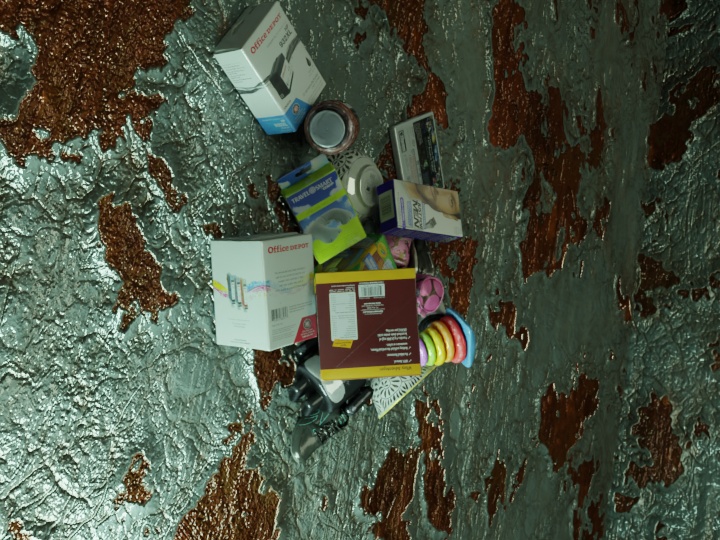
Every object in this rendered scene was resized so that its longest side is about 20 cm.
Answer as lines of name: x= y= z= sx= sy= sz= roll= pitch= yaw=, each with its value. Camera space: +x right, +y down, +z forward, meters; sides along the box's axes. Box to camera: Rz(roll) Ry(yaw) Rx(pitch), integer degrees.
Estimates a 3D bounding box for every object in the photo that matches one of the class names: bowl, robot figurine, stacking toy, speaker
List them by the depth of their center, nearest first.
robot figurine: x=-0.058 y=0.218 z=1.700 sx=0.199 sy=0.124 sz=0.152 roll=-37 pitch=117 yaw=-26
bowl: x=-0.010 y=-0.184 z=1.775 sx=0.199 sy=0.093 sz=0.205 roll=-7 pitch=99 yaw=-52
stacking toy: x=0.147 y=0.173 z=1.787 sx=0.197 sy=0.110 sz=0.118 roll=-18 pitch=124 yaw=-21
bowl: x=0.088 y=0.242 z=1.888 sx=0.094 sy=0.201 sz=0.200 roll=48 pitch=43 yaw=8
speaker: x=0.153 y=0.061 z=1.935 sx=0.081 sy=0.080 sz=0.202 roll=51 pitch=17 yaw=-41

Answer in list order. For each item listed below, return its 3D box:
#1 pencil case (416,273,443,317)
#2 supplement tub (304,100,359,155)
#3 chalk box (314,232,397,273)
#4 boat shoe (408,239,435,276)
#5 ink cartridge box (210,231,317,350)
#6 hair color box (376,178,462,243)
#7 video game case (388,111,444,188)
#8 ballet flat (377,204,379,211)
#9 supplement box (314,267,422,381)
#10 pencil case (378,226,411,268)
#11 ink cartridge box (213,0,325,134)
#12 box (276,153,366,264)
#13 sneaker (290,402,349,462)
pencil case: x=0.091 y=0.049 z=1.839 sx=0.090 sy=0.198 sz=0.095 roll=22 pitch=80 yaw=-39
supplement tub: x=-0.057 y=-0.288 z=1.627 sx=0.200 sy=0.105 sz=0.109 roll=-74 pitch=158 yaw=-77
chalk box: x=0.000 y=0.000 z=1.774 sx=0.201 sy=0.122 sz=0.126 roll=-52 pitch=129 yaw=-36
boat shoe: x=0.145 y=-0.053 z=1.956 sx=0.056 sy=0.067 sz=0.202 roll=11 pitch=48 yaw=-13
ink cartridge box: x=-0.181 y=0.033 z=1.524 sx=0.144 sy=0.143 sz=0.204 roll=-10 pitch=101 yaw=-52
hair color box: x=0.133 y=-0.129 z=1.784 sx=0.198 sy=0.064 sz=0.112 roll=6 pitch=74 yaw=-40
video game case: x=0.143 y=-0.280 z=2.026 sx=0.181 sy=0.023 sz=0.204 roll=-30 pitch=115 yaw=-47
ballet flat: x=0.128 y=-0.127 z=1.849 sx=0.198 sy=0.068 sz=0.064 roll=25 pitch=91 yaw=-34
supplement box: x=0.012 y=0.104 z=1.572 sx=0.133 sy=0.193 sz=0.204 roll=137 pitch=-50 yaw=-85
pencil case: x=0.091 y=-0.106 z=1.918 sx=0.083 sy=0.085 sz=0.204 roll=28 pitch=72 yaw=-57
ink cartridge box: x=-0.171 y=-0.389 z=1.558 sx=0.201 sy=0.083 sz=0.146 roll=55 pitch=52 yaw=-38
box: x=-0.079 y=-0.127 z=1.681 sx=0.121 sy=0.048 sz=0.202 roll=-30 pitch=123 yaw=-5
sneaker: x=-0.078 y=0.326 z=1.733 sx=0.201 sy=0.078 sz=0.076 roll=-55 pitch=132 yaw=-33
